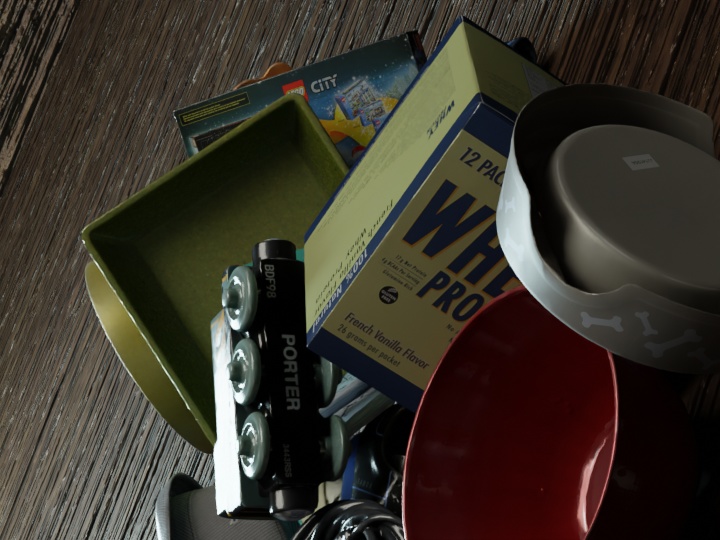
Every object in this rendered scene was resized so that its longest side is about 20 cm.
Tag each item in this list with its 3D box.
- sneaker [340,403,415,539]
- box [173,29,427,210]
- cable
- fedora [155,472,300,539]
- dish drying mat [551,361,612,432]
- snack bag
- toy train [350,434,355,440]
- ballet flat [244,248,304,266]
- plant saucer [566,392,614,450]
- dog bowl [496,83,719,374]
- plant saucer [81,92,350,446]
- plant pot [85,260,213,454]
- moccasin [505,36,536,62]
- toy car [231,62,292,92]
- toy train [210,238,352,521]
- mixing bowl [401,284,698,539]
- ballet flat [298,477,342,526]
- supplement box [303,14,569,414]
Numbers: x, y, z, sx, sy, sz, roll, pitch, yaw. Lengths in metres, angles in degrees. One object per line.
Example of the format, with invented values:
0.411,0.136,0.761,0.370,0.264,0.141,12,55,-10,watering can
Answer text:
0.024,0.180,1.681,0.078,0.070,0.200,-46,36,48,sneaker
-0.030,-0.090,1.878,0.200,0.137,0.038,-17,2,17,box
-0.026,0.230,1.625,0.200,0.051,0.163,-47,25,23,cable
-0.077,0.232,1.829,0.090,0.177,0.200,-25,56,10,fedora
0.148,0.044,1.512,0.200,0.018,0.077,-51,23,34,dish drying mat
0.004,0.082,1.806,0.188,0.021,0.200,-38,7,-26,snack bag
0.039,0.125,1.786,0.200,0.034,0.046,-32,57,57,toy train
0.000,0.000,1.784,0.200,0.069,0.068,-20,16,14,ballet flat
0.155,0.040,1.578,0.201,0.037,0.201,-53,23,33,plant saucer
0.167,-0.022,1.386,0.200,0.200,0.059,-91,21,-51,dog bowl
-0.074,0.001,1.842,0.200,0.200,0.048,-33,-2,4,plant saucer
-0.125,0.039,2.132,0.142,0.200,0.200,-33,26,8,plant pot
0.103,-0.112,1.834,0.068,0.080,0.200,-37,35,28,moccasin
-0.029,-0.084,1.961,0.177,0.200,0.184,-61,19,12,toy car
-0.064,0.082,1.694,0.114,0.085,0.201,140,128,-59,toy train
0.125,0.118,1.422,0.200,0.108,0.201,-33,48,47,mixing bowl
-0.008,0.197,1.789,0.070,0.069,0.200,-56,24,24,ballet flat
0.071,-0.029,1.607,0.200,0.134,0.200,-55,14,16,supplement box
